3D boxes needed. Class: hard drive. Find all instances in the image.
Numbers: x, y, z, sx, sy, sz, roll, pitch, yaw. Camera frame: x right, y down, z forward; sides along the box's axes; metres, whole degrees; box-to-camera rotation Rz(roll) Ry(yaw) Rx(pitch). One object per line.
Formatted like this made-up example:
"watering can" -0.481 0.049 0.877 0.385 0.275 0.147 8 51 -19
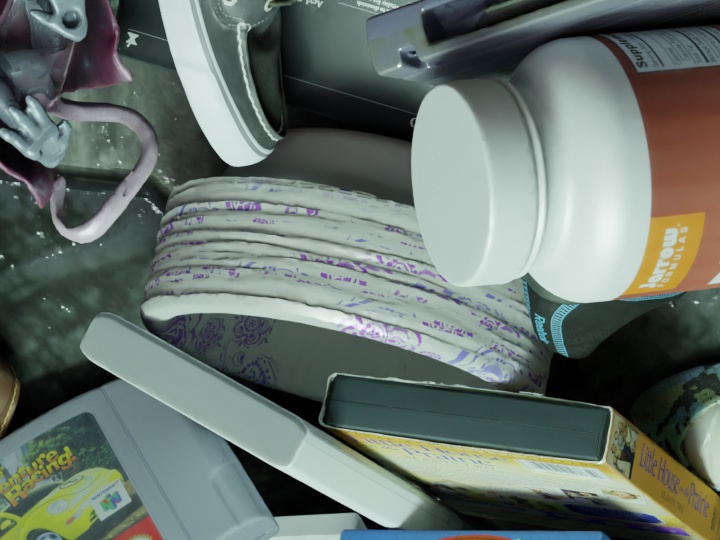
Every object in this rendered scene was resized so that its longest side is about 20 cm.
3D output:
"hard drive" -0.040 0.083 1.429 0.131 0.200 0.027 27 86 28

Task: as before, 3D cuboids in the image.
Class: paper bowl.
"paper bowl" 0.000 0.000 1.398 0.199 0.201 0.105 10 76 10

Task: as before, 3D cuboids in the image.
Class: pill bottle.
"pill bottle" 0.128 -0.046 1.225 0.199 0.112 0.113 -7 123 -20

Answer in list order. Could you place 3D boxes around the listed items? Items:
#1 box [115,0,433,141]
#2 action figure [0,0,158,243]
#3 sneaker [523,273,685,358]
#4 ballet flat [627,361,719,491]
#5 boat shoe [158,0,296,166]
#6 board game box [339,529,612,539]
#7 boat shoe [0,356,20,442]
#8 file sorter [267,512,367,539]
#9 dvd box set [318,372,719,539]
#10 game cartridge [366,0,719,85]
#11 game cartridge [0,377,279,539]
"box" -0.005 -0.149 1.364 0.199 0.079 0.142 17 118 5
"action figure" -0.176 -0.114 1.399 0.149 0.134 0.200 49 163 -25
"sneaker" 0.147 -0.038 1.345 0.073 0.199 0.082 42 154 31
"ballet flat" 0.224 0.080 1.435 0.199 0.074 0.075 -9 116 20
"boat shoe" -0.054 -0.146 1.299 0.066 0.070 0.201 -8 105 17
"board game box" 0.098 0.187 1.465 0.151 0.045 0.200 -3 152 33
"boat shoe" -0.233 0.125 1.593 0.067 0.072 0.201 15 119 -33
"file sorter" -0.081 0.220 1.536 0.199 0.125 0.139 -5 145 17
"dvd box set" 0.083 0.095 1.414 0.145 0.200 0.030 6 76 25
"game cartridge" 0.117 -0.118 1.229 0.199 0.129 0.039 -16 84 29
"game cartridge" -0.155 0.140 1.509 0.199 0.133 0.041 -34 141 -2
